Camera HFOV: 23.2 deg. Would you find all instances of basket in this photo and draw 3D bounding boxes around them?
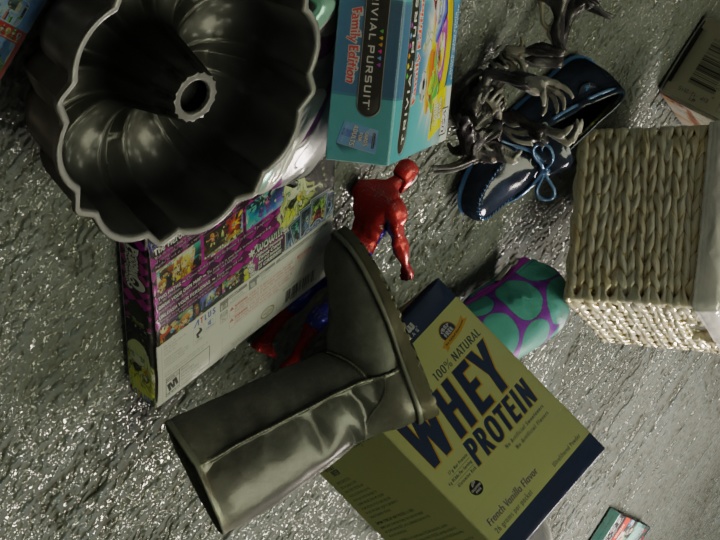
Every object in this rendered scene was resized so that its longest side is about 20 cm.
[{"bbox_3d":[0.310,-0.028,1.781,0.198,0.160,0.201,39,54,-64],"label":"basket"}]

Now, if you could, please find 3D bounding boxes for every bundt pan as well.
[{"bbox_3d":[-0.124,-0.121,1.077,0.202,0.076,0.202,-29,136,-32],"label":"bundt pan"}]

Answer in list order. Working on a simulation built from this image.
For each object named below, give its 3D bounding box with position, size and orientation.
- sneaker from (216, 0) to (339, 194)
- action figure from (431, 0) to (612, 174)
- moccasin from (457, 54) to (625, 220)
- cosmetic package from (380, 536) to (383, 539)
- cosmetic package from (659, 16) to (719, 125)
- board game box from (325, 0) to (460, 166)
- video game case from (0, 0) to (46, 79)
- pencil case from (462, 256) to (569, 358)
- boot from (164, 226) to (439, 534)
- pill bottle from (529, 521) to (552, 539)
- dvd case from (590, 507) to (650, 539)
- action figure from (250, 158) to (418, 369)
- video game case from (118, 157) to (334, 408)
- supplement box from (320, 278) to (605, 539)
[{"bbox_3d":[-0.039,-0.150,1.214,0.140,0.078,0.200,-7,120,-64],"label":"sneaker"},{"bbox_3d":[0.143,-0.153,1.502,0.200,0.102,0.119,-59,166,0],"label":"action figure"},{"bbox_3d":[0.169,-0.121,1.616,0.200,0.068,0.081,-50,153,-15],"label":"moccasin"},{"bbox_3d":[0.119,0.249,1.930,0.200,0.081,0.113,-10,126,-55],"label":"cosmetic package"},{"bbox_3d":[0.411,-0.190,1.937,0.104,0.087,0.200,-58,153,-1],"label":"cosmetic package"},{"bbox_3d":[0.028,-0.160,1.234,0.200,0.047,0.151,-35,132,-73],"label":"board game box"},{"bbox_3d":[-0.247,-0.117,0.956,0.200,0.017,0.143,-59,154,3],"label":"video game case"},{"bbox_3d":[0.115,0.057,1.704,0.200,0.085,0.093,-30,105,-42],"label":"pencil case"},{"bbox_3d":[-0.058,0.083,1.352,0.200,0.182,0.073,-23,175,-6],"label":"boot"},{"bbox_3d":[0.185,0.377,2.160,0.104,0.104,0.200,-45,152,-24],"label":"pill bottle"},{"bbox_3d":[0.370,0.432,2.638,0.146,0.022,0.200,-58,153,1],"label":"dvd case"},{"bbox_3d":[0.000,0.000,1.464,0.200,0.065,0.099,-58,146,3],"label":"action figure"},{"bbox_3d":[-0.096,-0.017,1.310,0.200,0.036,0.182,-39,149,-33],"label":"video game case"},{"bbox_3d":[0.063,0.143,1.504,0.134,0.200,0.200,-45,-178,-23],"label":"supplement box"}]
